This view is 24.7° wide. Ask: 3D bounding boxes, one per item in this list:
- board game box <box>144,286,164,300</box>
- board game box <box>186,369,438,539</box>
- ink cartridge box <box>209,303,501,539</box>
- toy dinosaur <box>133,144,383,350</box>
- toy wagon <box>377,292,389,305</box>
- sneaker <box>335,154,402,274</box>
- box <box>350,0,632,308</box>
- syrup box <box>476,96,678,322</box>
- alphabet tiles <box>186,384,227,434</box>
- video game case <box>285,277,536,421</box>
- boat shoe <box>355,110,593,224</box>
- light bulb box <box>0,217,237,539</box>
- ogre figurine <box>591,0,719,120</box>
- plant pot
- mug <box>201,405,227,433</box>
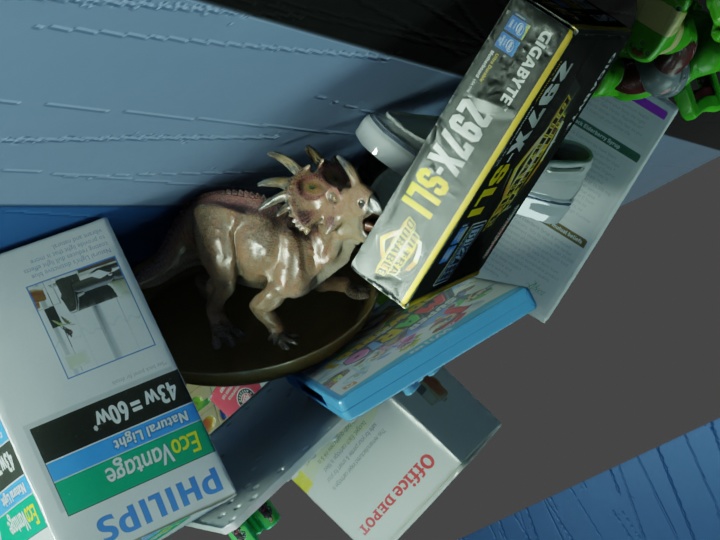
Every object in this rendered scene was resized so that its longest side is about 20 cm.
[{"bbox_3d":[-0.203,0.054,1.343,0.151,0.037,0.200,-27,-178,6],"label":"board game box"},{"bbox_3d":[-0.056,0.121,1.184,0.200,0.026,0.200,-42,-165,-23],"label":"board game box"},{"bbox_3d":[-0.005,0.117,1.366,0.083,0.200,0.145,-35,166,-52],"label":"ink cartridge box"},{"bbox_3d":[-0.068,-0.025,1.110,0.200,0.136,0.086,1,-149,14],"label":"toy dinosaur"},{"bbox_3d":[0.001,0.036,1.478,0.155,0.040,0.200,-18,177,-18],"label":"toy wagon"},{"bbox_3d":[0.000,0.000,1.285,0.200,0.077,0.089,-51,156,-2],"label":"sneaker"},{"bbox_3d":[0.086,-0.079,1.039,0.200,0.049,0.160,-59,165,17],"label":"box"},{"bbox_3d":[0.167,-0.065,1.315,0.200,0.081,0.079,-58,178,4],"label":"syrup box"},{"bbox_3d":[-0.157,0.126,1.442,0.200,0.006,0.167,-38,141,-27],"label":"alphabet tiles"},{"bbox_3d":[0.027,0.046,1.121,0.143,0.018,0.200,-30,-170,-10],"label":"video game case"},{"bbox_3d":[0.084,-0.090,1.168,0.200,0.074,0.065,11,120,-42],"label":"boat shoe"},{"bbox_3d":[-0.205,0.101,1.087,0.125,0.200,0.198,-22,172,-30],"label":"light bulb box"},{"bbox_3d":[0.205,-0.152,1.134,0.120,0.098,0.200,-3,149,-48],"label":"ogre figurine"},{"bbox_3d":[-0.084,0.028,1.183,0.200,0.028,0.200,-5,-150,3],"label":"plant pot"},{"bbox_3d":[-0.178,0.094,1.544,0.153,0.187,0.150,-33,133,-20],"label":"mug"}]
